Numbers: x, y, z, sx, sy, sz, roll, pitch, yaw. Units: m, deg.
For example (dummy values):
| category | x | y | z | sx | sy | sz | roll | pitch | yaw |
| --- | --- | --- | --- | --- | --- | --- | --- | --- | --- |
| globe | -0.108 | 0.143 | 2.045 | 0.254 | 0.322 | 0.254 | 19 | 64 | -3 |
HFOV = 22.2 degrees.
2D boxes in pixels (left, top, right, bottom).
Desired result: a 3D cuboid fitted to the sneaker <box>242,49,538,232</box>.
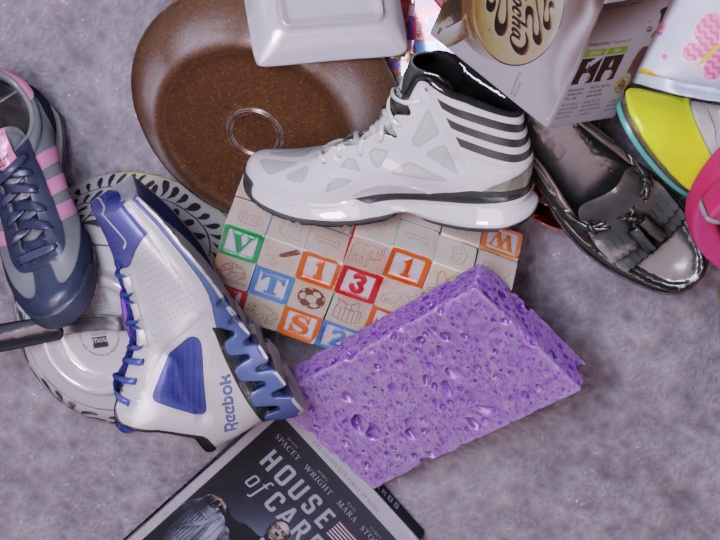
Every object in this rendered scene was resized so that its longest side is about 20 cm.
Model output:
| category | x | y | z | sx | sy | sz | roll | pitch | yaw |
| --- | --- | --- | --- | --- | --- | --- | --- | --- | --- |
| sneaker | 0.016 | -0.093 | 1.193 | 0.199 | 0.076 | 0.116 | 3 | 122 | 14 |

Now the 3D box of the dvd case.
| category | x | y | z | sx | sy | sz | roll | pitch | yaw |
| --- | --- | --- | --- | --- | --- | --- | --- | --- | --- |
| dvd case | -0.072 | 0.208 | 1.401 | 0.200 | 0.025 | 0.150 | -42 | 93 | 19 |

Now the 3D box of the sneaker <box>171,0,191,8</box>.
| category | x | y | z | sx | sy | sz | roll | pitch | yaw |
| --- | --- | --- | --- | --- | --- | --- | --- | --- | --- |
| sneaker | -0.108 | -0.238 | 1.259 | 0.098 | 0.071 | 0.201 | -32 | 96 | 40 |

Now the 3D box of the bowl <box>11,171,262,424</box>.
| category | x | y | z | sx | sy | sz | roll | pitch | yaw |
| --- | --- | --- | --- | --- | --- | --- | --- | --- | --- |
| bowl | -0.177 | 0.035 | 1.343 | 0.199 | 0.094 | 0.203 | 3 | 105 | 11 |

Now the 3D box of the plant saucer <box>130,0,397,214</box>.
| category | x | y | z | sx | sy | sz | roll | pitch | yaw |
| --- | --- | --- | --- | --- | --- | --- | --- | --- | --- |
| plant saucer | -0.069 | -0.104 | 1.273 | 0.199 | 0.037 | 0.202 | 8 | 129 | 9 |

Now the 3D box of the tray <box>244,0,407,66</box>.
| category | x | y | z | sx | sy | sz | roll | pitch | yaw |
| --- | --- | --- | --- | --- | --- | --- | --- | --- | --- |
| tray | -0.031 | -0.238 | 1.219 | 0.106 | 0.022 | 0.202 | -6 | 80 | -14 |

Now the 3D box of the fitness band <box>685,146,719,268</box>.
| category | x | y | z | sx | sy | sz | roll | pitch | yaw |
| --- | --- | --- | --- | --- | --- | --- | --- | --- | --- |
| fitness band | 0.293 | -0.062 | 1.144 | 0.143 | 0.038 | 0.200 | 13 | 136 | -31 |

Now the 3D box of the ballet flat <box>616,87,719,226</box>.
| category | x | y | z | sx | sy | sz | roll | pitch | yaw |
| --- | --- | --- | --- | --- | --- | --- | --- | --- | --- |
| ballet flat | 0.236 | -0.070 | 1.198 | 0.067 | 0.067 | 0.200 | -27 | 139 | 20 |

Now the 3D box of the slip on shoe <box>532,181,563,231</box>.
| category | x | y | z | sx | sy | sz | roll | pitch | yaw |
| --- | --- | --- | --- | --- | --- | --- | --- | --- | --- |
| slip on shoe | 0.114 | -0.071 | 1.270 | 0.199 | 0.061 | 0.075 | 23 | 110 | 7 |

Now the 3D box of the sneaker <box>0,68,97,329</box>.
| category | x | y | z | sx | sy | sz | roll | pitch | yaw |
| --- | --- | --- | --- | --- | --- | --- | --- | --- | --- |
| sneaker | -0.240 | -0.054 | 1.285 | 0.070 | 0.082 | 0.201 | -25 | 59 | 8 |

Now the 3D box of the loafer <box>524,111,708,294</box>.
| category | x | y | z | sx | sy | sz | roll | pitch | yaw |
| --- | --- | --- | --- | --- | --- | --- | --- | --- | --- |
| loafer | 0.149 | -0.059 | 1.204 | 0.072 | 0.063 | 0.200 | -45 | 87 | 7 |

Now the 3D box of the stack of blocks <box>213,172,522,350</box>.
| category | x | y | z | sx | sy | sz | roll | pitch | yaw |
| --- | --- | --- | --- | --- | --- | --- | --- | --- | --- |
| stack of blocks | 0.000 | 0.000 | 1.277 | 0.199 | 0.059 | 0.116 | 19 | 134 | -2 |

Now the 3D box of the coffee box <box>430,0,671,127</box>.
| category | x | y | z | sx | sy | sz | roll | pitch | yaw |
| --- | --- | --- | --- | --- | --- | --- | --- | --- | --- |
| coffee box | 0.137 | -0.204 | 1.121 | 0.113 | 0.079 | 0.201 | 43 | 126 | 29 |

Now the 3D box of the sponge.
| category | x | y | z | sx | sy | sz | roll | pitch | yaw |
| --- | --- | --- | --- | --- | --- | --- | --- | --- | --- |
| sponge | 0.045 | 0.077 | 1.272 | 0.199 | 0.030 | 0.112 | -30 | 118 | 35 |

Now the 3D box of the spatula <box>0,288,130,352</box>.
| category | x | y | z | sx | sy | sz | roll | pitch | yaw |
| --- | --- | --- | --- | --- | --- | --- | --- | --- | --- |
| spatula | -0.198 | 0.039 | 1.287 | 0.198 | 0.021 | 0.057 | -9 | 105 | 15 |

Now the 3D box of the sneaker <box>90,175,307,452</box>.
| category | x | y | z | sx | sy | sz | roll | pitch | yaw |
| --- | --- | --- | --- | --- | --- | --- | --- | --- | --- |
| sneaker | -0.134 | 0.047 | 1.230 | 0.115 | 0.081 | 0.200 | -34 | 105 | 2 |

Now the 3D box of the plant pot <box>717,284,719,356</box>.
| category | x | y | z | sx | sy | sz | roll | pitch | yaw |
| --- | --- | --- | --- | --- | --- | --- | --- | --- | --- |
| plant pot | 0.347 | 0.115 | 1.207 | 0.198 | 0.200 | 0.178 | -7 | 114 | 14 |

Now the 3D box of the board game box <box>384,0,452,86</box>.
| category | x | y | z | sx | sy | sz | roll | pitch | yaw |
| --- | --- | --- | --- | --- | --- | --- | --- | --- | --- |
| board game box | 0.082 | -0.206 | 1.235 | 0.157 | 0.039 | 0.202 | 6 | 96 | 10 |

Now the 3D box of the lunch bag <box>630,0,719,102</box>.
| category | x | y | z | sx | sy | sz | roll | pitch | yaw |
| --- | --- | --- | --- | --- | --- | --- | --- | --- | --- |
| lunch bag | 0.253 | -0.198 | 1.175 | 0.198 | 0.127 | 0.171 | 7 | 108 | 0 |
